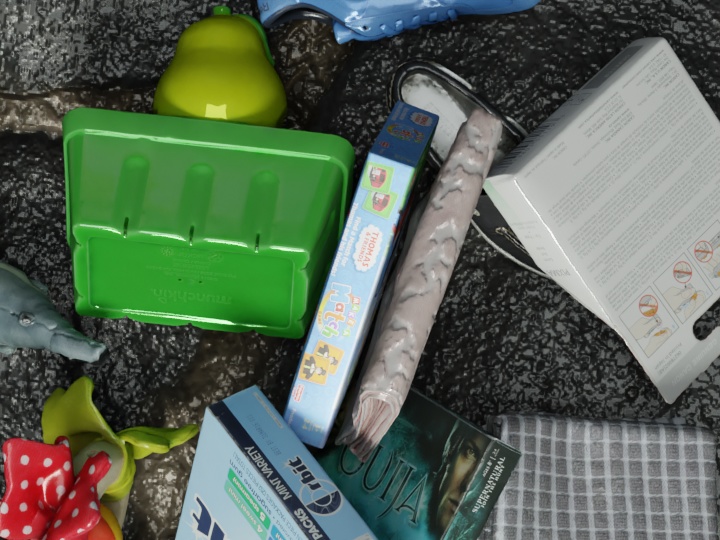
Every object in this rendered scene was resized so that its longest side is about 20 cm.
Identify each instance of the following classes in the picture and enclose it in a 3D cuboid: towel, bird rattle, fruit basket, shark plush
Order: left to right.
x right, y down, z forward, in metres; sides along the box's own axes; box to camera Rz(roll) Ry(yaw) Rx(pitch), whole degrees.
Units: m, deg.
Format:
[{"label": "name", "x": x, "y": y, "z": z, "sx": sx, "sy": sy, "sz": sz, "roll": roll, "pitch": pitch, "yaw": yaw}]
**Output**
[{"label": "shark plush", "x": -0.259, "y": 0.031, "z": 1.644, "sx": 0.200, "sy": 0.083, "sz": 0.091, "roll": 37, "pitch": 96, "yaw": 26}, {"label": "bird rattle", "x": -0.183, "y": 0.168, "z": 1.625, "sx": 0.112, "sy": 0.200, "sz": 0.164, "roll": 12, "pitch": 115, "yaw": 2}, {"label": "fruit basket", "x": -0.104, "y": -0.070, "z": 1.660, "sx": 0.215, "sy": 0.156, "sz": 0.216, "roll": 2, "pitch": 48, "yaw": -3}, {"label": "towel", "x": 0.035, "y": 0.014, "z": 1.568, "sx": 0.032, "sy": 0.191, "sz": 0.201, "roll": 20, "pitch": 72, "yaw": -2}, {"label": "towel", "x": 0.155, "y": 0.189, "z": 1.596, "sx": 0.165, "sy": 0.086, "sz": 0.201, "roll": 2, "pitch": 75, "yaw": -4}]

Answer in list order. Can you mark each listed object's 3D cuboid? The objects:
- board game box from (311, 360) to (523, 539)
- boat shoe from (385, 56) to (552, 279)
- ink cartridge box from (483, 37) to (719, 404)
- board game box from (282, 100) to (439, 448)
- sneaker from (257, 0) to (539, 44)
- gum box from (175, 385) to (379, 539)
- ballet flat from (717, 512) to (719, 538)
[{"label": "board game box", "x": 0.022, "y": 0.147, "z": 1.615, "sx": 0.028, "sy": 0.200, "sz": 0.136, "roll": 28, "pitch": 90, "yaw": -28}, {"label": "boat shoe", "x": 0.095, "y": -0.070, "z": 1.675, "sx": 0.074, "sy": 0.060, "sz": 0.200, "roll": -40, "pitch": 89, "yaw": 1}, {"label": "ink cartridge box", "x": 0.199, "y": -0.034, "z": 1.664, "sx": 0.161, "sy": 0.050, "sz": 0.200, "roll": -42, "pitch": 109, "yaw": -21}, {"label": "board game box", "x": 0.000, "y": 0.000, "z": 1.606, "sx": 0.036, "sy": 0.151, "sz": 0.201, "roll": 20, "pitch": 108, "yaw": 2}, {"label": "sneaker", "x": 0.027, "y": -0.186, "z": 1.669, "sx": 0.199, "sy": 0.066, "sz": 0.079, "roll": 7, "pitch": 79, "yaw": 6}, {"label": "gum box", "x": -0.054, "y": 0.202, "z": 1.590, "sx": 0.044, "sy": 0.200, "sz": 0.170, "roll": -23, "pitch": 58, "yaw": -31}, {"label": "ballet flat", "x": 0.230, "y": 0.251, "z": 1.655, "sx": 0.069, "sy": 0.069, "sz": 0.201, "roll": 18, "pitch": 76, "yaw": 1}]
